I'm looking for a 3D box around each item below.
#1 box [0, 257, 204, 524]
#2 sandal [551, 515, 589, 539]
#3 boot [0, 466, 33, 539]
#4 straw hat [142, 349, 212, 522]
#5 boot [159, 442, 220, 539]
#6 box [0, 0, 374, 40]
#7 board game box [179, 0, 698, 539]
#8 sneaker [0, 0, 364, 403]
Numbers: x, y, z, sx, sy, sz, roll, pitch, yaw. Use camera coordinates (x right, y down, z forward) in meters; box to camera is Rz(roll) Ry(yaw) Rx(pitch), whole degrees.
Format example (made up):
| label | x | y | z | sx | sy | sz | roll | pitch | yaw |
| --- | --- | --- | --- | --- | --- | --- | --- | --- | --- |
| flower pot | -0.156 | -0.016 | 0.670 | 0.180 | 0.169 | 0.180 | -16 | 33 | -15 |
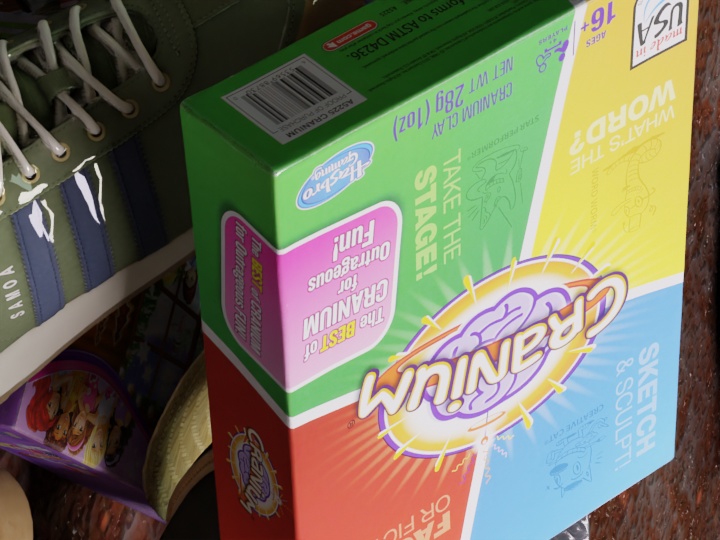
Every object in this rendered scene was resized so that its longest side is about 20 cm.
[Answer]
| label | x | y | z | sx | sy | sz | roll | pitch | yaw |
| --- | --- | --- | --- | --- | --- | --- | --- | --- | --- |
| box | -0.069 | 0.008 | 0.995 | 0.200 | 0.039 | 0.138 | 36 | 66 | -63 |
| sandal | 0.064 | 0.078 | 1.276 | 0.043 | 0.076 | 0.201 | -94 | -172 | -78 |
| boot | -0.074 | 0.105 | 0.819 | 0.175 | 0.199 | 0.067 | -28 | 120 | -60 |
| straw hat | 0.000 | 0.000 | 0.981 | 0.085 | 0.201 | 0.201 | 62 | 10 | 27 |
| boot | -0.066 | 0.148 | 0.928 | 0.138 | 0.077 | 0.200 | -51 | 170 | -42 |
| box | -0.038 | -0.111 | 0.833 | 0.137 | 0.199 | 0.038 | 55 | 31 | -56 |
| board game box | 0.026 | 0.008 | 0.829 | 0.153 | 0.040 | 0.201 | -30 | 138 | -27 |
| sneaker | -0.092 | -0.029 | 0.802 | 0.200 | 0.067 | 0.090 | -42 | 149 | 20 |
